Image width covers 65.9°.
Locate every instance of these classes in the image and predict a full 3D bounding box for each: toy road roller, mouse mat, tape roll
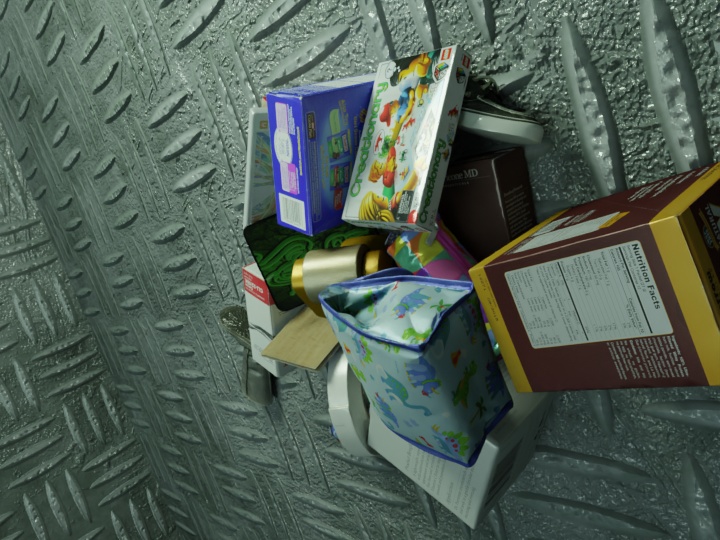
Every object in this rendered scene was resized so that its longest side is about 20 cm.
[{"bbox_3d":[0.000,0.000,0.787,0.121,0.148,0.200,-6,151,21],"label":"toy road roller"},{"bbox_3d":[-0.065,-0.032,0.869,0.008,0.197,0.163,-109,-2,-63],"label":"mouse mat"},{"bbox_3d":[0.009,0.195,0.900,0.037,0.203,0.206,-10,104,24],"label":"tape roll"}]

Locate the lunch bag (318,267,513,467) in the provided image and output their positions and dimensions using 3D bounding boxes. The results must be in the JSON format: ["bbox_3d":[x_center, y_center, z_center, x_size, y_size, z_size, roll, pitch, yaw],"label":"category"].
[{"bbox_3d":[0.051,0.097,0.625,0.198,0.127,0.172,4,126,47],"label":"lunch bag"}]

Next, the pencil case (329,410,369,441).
[{"bbox_3d":[0.032,0.296,1.022,0.198,0.078,0.087,1,134,46],"label":"pencil case"}]

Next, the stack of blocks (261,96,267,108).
[{"bbox_3d":[-0.097,-0.170,0.876,0.059,0.114,0.202,45,138,35],"label":"stack of blocks"}]

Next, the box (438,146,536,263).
[{"bbox_3d":[0.164,-0.043,0.698,0.099,0.074,0.203,-1,108,47],"label":"box"}]

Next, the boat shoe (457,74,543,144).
[{"bbox_3d":[0.128,-0.198,0.653,0.199,0.070,0.065,28,106,35],"label":"boat shoe"}]

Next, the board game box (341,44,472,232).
[{"bbox_3d":[0.051,-0.149,0.644,0.125,0.034,0.203,9,84,48],"label":"board game box"}]

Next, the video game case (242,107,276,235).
[{"bbox_3d":[-0.082,-0.146,0.831,0.022,0.180,0.202,58,146,42],"label":"video game case"}]

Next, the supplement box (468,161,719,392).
[{"bbox_3d":[0.254,0.006,0.527,0.199,0.196,0.134,-18,98,51],"label":"supplement box"}]

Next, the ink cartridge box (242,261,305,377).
[{"bbox_3d":[-0.129,0.071,1.025,0.083,0.143,0.203,24,126,39],"label":"ink cartridge box"}]

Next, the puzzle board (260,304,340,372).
[{"bbox_3d":[-0.056,0.082,0.915,0.150,0.200,0.018,3,132,47],"label":"puzzle board"}]

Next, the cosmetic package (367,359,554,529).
[{"bbox_3d":[0.137,0.204,0.789,0.199,0.164,0.167,30,130,33],"label":"cosmetic package"}]

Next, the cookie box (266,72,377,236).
[{"bbox_3d":[-0.019,-0.160,0.735,0.075,0.199,0.174,23,125,39],"label":"cookie box"}]

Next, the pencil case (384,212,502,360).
[{"bbox_3d":[0.114,0.019,0.666,0.201,0.088,0.088,52,139,9],"label":"pencil case"}]

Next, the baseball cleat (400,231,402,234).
[{"bbox_3d":[0.094,-0.085,0.744,0.107,0.069,0.202,-127,24,-49],"label":"baseball cleat"}]

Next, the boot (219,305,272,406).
[{"bbox_3d":[-0.269,0.205,1.323,0.181,0.072,0.202,38,141,30],"label":"boot"}]
